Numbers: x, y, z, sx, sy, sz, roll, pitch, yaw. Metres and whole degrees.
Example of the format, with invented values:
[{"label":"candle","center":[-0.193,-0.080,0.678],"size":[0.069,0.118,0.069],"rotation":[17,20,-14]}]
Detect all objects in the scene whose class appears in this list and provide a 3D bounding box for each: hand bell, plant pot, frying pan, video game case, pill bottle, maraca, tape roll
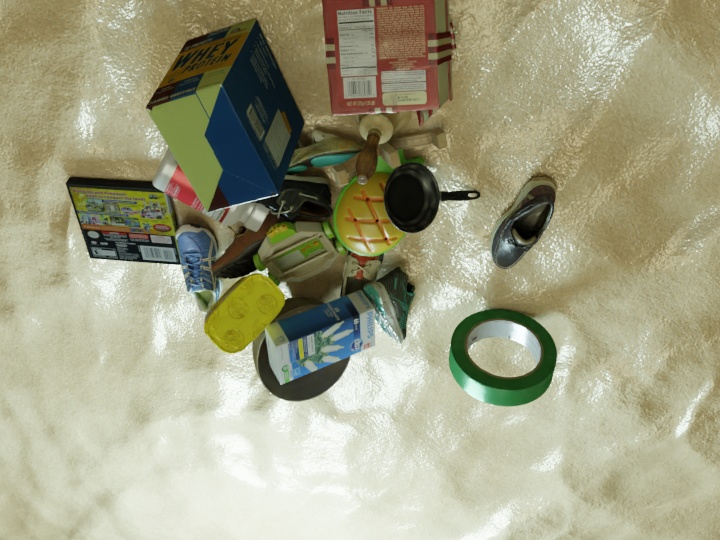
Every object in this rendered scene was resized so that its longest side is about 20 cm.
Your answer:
[{"label":"hand bell","center":[0.020,-0.200,1.332],"size":[0.102,0.202,0.105],"rotation":[5,132,6]},{"label":"plant pot","center":[-0.130,0.134,1.683],"size":[0.197,0.134,0.204],"rotation":[-10,115,-23]},{"label":"frying pan","center":[0.111,-0.137,1.441],"size":[0.031,0.188,0.117],"rotation":[6,122,57]},{"label":"video game case","center":[-0.444,-0.092,1.641],"size":[0.196,0.026,0.183],"rotation":[4,132,9]},{"label":"pill bottle","center":[-0.249,-0.151,1.490],"size":[0.198,0.113,0.113],"rotation":[28,131,-14]},{"label":"maraca","center":[0.034,-0.118,1.473],"size":[0.136,0.107,0.202],"rotation":[27,105,-17]},{"label":"tape roll","center":[0.263,0.159,1.597],"size":[0.196,0.202,0.049],"rotation":[6,134,6]}]

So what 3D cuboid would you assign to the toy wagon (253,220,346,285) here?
[{"label":"toy wagon","center":[-0.117,-0.042,1.551],"size":[0.153,0.040,0.200],"rotation":[-25,149,6]}]

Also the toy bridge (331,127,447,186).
[{"label":"toy bridge","center":[0.046,-0.191,1.402],"size":[0.197,0.067,0.028],"rotation":[-21,119,-9]}]

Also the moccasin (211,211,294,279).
[{"label":"moccasin","center":[-0.205,-0.054,1.595],"size":[0.073,0.079,0.201],"rotation":[12,137,-44]}]

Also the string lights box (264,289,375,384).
[{"label":"string lights box","center":[-0.072,0.121,1.580],"size":[0.197,0.059,0.104],"rotation":[-20,135,-19]}]

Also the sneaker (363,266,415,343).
[{"label":"sneaker","center":[0.072,0.067,1.642],"size":[0.078,0.091,0.201],"rotation":[44,166,29]}]

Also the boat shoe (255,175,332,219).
[{"label":"boat shoe","center":[-0.126,-0.121,1.449],"size":[0.198,0.069,0.071],"rotation":[-1,167,-43]}]

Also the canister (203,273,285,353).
[{"label":"canister","center":[-0.220,0.075,1.582],"size":[0.087,0.149,0.200],"rotation":[45,171,-9]}]

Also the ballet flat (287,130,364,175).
[{"label":"ballet flat","center":[-0.089,-0.200,1.447],"size":[0.196,0.071,0.071],"rotation":[-15,128,8]}]

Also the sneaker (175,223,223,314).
[{"label":"sneaker","center":[-0.304,-0.003,1.648],"size":[0.074,0.078,0.202],"rotation":[-9,132,5]}]

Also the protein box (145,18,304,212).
[{"label":"protein box","center":[-0.201,-0.241,1.341],"size":[0.133,0.202,0.200],"rotation":[-11,128,20]}]

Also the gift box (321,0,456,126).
[{"label":"gift box","center":[0.039,-0.303,1.238],"size":[0.181,0.187,0.204],"rotation":[4,108,11]}]

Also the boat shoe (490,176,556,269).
[{"label":"boat shoe","center":[0.278,-0.070,1.485],"size":[0.071,0.065,0.201],"rotation":[20,133,-9]}]

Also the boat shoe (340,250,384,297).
[{"label":"boat shoe","center":[0.000,0.000,1.606],"size":[0.070,0.063,0.202],"rotation":[16,131,0]}]
